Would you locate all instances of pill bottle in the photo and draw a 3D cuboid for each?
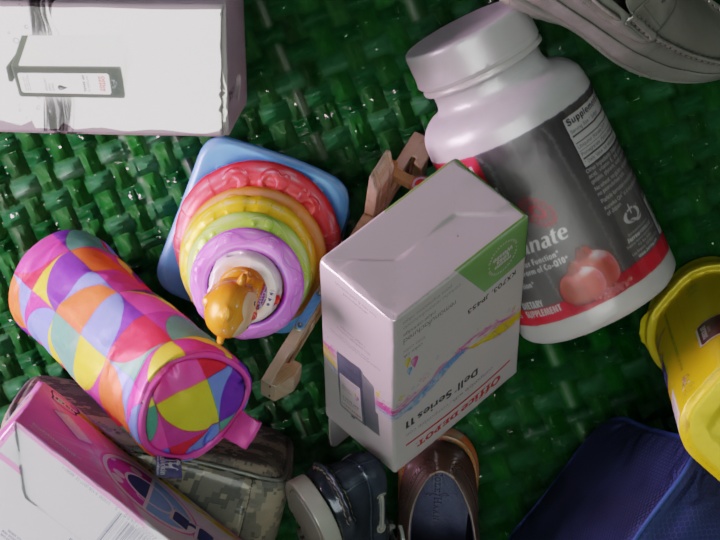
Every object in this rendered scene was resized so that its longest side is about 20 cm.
[{"bbox_3d":[0.108,-0.064,1.394,0.111,0.111,0.200,-26,103,9],"label":"pill bottle"}]

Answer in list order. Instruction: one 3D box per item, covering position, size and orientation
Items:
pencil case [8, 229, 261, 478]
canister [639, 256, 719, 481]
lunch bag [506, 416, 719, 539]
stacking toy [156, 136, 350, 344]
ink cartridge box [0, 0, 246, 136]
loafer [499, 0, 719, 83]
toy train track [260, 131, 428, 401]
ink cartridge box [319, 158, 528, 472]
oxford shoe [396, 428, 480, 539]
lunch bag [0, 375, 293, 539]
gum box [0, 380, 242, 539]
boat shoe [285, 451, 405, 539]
[{"bbox_3d":[-0.145,0.048,1.395,0.088,0.200,0.088,-18,126,-27],"label":"pencil case"},{"bbox_3d":[0.254,0.080,1.383,0.148,0.200,0.087,38,104,-8],"label":"canister"},{"bbox_3d":[0.191,0.188,1.421,0.132,0.200,0.136,40,85,-12],"label":"lunch bag"},{"bbox_3d":[-0.070,0.000,1.372,0.110,0.200,0.116,21,105,-4],"label":"stacking toy"},{"bbox_3d":[-0.173,-0.135,1.366,0.200,0.146,0.084,1,104,1],"label":"ink cartridge box"},{"bbox_3d":[0.161,-0.170,1.356,0.200,0.070,0.070,18,148,-29],"label":"loafer"},{"bbox_3d":[0.000,0.000,1.391,0.033,0.115,0.200,28,65,10],"label":"toy train track"},{"bbox_3d":[0.039,0.042,1.375,0.117,0.200,0.067,-38,60,-25],"label":"ink cartridge box"},{"bbox_3d":[0.050,0.210,1.492,0.071,0.073,0.200,-4,106,3],"label":"oxford shoe"},{"bbox_3d":[-0.154,0.174,1.454,0.200,0.139,0.168,13,100,-3],"label":"lunch bag"},{"bbox_3d":[-0.138,0.161,1.323,0.200,0.114,0.066,39,97,-6],"label":"gum box"},{"bbox_3d":[-0.007,0.170,1.444,0.062,0.200,0.075,-28,61,-11],"label":"boat shoe"}]
